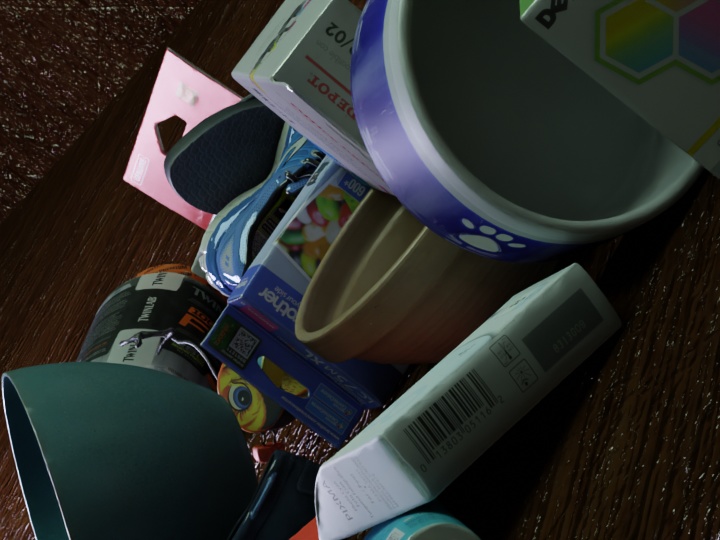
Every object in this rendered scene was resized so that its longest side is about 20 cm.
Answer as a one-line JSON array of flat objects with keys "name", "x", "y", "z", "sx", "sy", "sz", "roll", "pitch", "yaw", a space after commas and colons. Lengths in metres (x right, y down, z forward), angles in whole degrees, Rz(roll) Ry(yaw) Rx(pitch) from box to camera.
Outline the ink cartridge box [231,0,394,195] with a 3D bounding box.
[{"name": "ink cartridge box", "x": -0.001, "y": -0.104, "z": 1.553, "sx": 0.068, "sy": 0.115, "sz": 0.200, "roll": -52, "pitch": 13, "yaw": -2}]

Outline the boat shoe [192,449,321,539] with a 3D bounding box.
[{"name": "boat shoe", "x": -0.087, "y": 0.186, "z": 1.588, "sx": 0.200, "sy": 0.069, "sz": 0.084, "roll": -50, "pitch": 12, "yaw": 10}]

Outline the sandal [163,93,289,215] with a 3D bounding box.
[{"name": "sandal", "x": -0.052, "y": -0.102, "z": 1.840, "sx": 0.199, "sy": 0.077, "sz": 0.043, "roll": -30, "pitch": 30, "yaw": -21}]

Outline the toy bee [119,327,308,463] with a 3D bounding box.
[{"name": "toy bee", "x": -0.050, "y": 0.068, "z": 1.758, "sx": 0.130, "sy": 0.110, "sz": 0.199, "roll": -14, "pitch": -4, "yaw": -45}]

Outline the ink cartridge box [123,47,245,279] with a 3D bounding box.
[{"name": "ink cartridge box", "x": -0.096, "y": -0.057, "z": 1.950, "sx": 0.045, "sy": 0.175, "sz": 0.200, "roll": -59, "pitch": -1, "yaw": -31}]

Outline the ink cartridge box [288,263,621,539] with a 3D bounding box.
[{"name": "ink cartridge box", "x": 0.031, "y": 0.080, "z": 1.413, "sx": 0.160, "sy": 0.047, "sz": 0.200, "roll": -40, "pitch": 6, "yaw": -31}]

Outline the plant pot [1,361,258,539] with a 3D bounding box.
[{"name": "plant pot", "x": -0.140, "y": 0.145, "z": 1.698, "sx": 0.134, "sy": 0.202, "sz": 0.200, "roll": -16, "pitch": 4, "yaw": -14}]

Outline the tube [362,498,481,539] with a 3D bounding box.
[{"name": "tube", "x": 0.024, "y": 0.146, "z": 1.360, "sx": 0.077, "sy": 0.050, "sz": 0.200, "roll": -44, "pitch": 7, "yaw": -5}]

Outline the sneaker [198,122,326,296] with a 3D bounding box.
[{"name": "sneaker", "x": -0.025, "y": -0.060, "z": 1.783, "sx": 0.201, "sy": 0.078, "sz": 0.089, "roll": -56, "pitch": 24, "yaw": -5}]

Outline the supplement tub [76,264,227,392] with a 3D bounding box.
[{"name": "supplement tub", "x": -0.159, "y": 0.082, "z": 2.020, "sx": 0.123, "sy": 0.122, "sz": 0.200, "roll": -46, "pitch": 14, "yaw": 25}]

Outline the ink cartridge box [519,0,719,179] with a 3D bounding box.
[{"name": "ink cartridge box", "x": 0.150, "y": -0.149, "z": 1.358, "sx": 0.104, "sy": 0.200, "sz": 0.059, "roll": -48, "pitch": 13, "yaw": 19}]

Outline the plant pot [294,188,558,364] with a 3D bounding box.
[{"name": "plant pot", "x": 0.056, "y": -0.012, "z": 1.569, "sx": 0.201, "sy": 0.093, "sz": 0.201, "roll": -48, "pitch": 13, "yaw": 14}]

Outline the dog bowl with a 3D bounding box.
[{"name": "dog bowl", "x": 0.098, "y": -0.108, "z": 1.436, "sx": 0.201, "sy": 0.200, "sz": 0.079, "roll": -57, "pitch": 11, "yaw": -23}]

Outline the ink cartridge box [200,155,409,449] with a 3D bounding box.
[{"name": "ink cartridge box", "x": 0.000, "y": 0.000, "z": 1.674, "sx": 0.201, "sy": 0.119, "sz": 0.042, "roll": -55, "pitch": 11, "yaw": -15}]
